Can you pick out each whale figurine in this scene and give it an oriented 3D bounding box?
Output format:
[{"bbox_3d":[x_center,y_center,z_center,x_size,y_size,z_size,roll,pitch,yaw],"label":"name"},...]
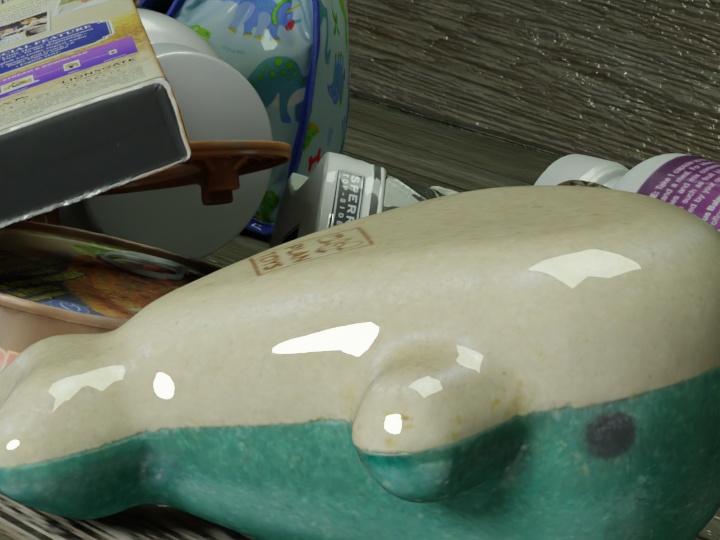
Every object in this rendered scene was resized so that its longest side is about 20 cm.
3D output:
[{"bbox_3d":[0.005,0.042,0.564,0.199,0.104,0.159,-11,12,-7],"label":"whale figurine"}]

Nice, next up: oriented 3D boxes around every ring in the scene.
[{"bbox_3d":[-0.124,-0.028,0.822,0.200,0.019,0.200,-6,0,0],"label":"ring"}]

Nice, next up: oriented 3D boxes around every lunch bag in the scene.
[{"bbox_3d":[-0.063,-0.132,1.307,0.127,0.201,0.170,15,7,5],"label":"lunch bag"}]

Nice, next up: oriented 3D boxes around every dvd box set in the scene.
[{"bbox_3d":[-0.137,-0.053,0.712,0.146,0.029,0.200,-20,22,-5],"label":"dvd box set"}]

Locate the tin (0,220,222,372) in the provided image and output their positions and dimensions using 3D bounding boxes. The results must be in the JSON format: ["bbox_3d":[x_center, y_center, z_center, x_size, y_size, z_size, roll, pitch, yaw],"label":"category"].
[{"bbox_3d":[-0.094,0.015,0.725,0.112,0.042,0.200,20,7,10],"label":"tin"}]

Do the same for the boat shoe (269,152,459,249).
[{"bbox_3d":[0.000,0.000,0.824,0.063,0.071,0.200,12,-4,-8],"label":"boat shoe"}]

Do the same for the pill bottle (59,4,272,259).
[{"bbox_3d":[-0.125,-0.071,1.026,0.116,0.116,0.200,11,7,-31],"label":"pill bottle"}]

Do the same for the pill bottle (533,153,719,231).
[{"bbox_3d":[0.175,0.007,1.044,0.200,0.113,0.112,20,9,36],"label":"pill bottle"}]

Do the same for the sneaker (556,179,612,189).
[{"bbox_3d":[0.065,0.038,0.795,0.070,0.076,0.200,27,31,10],"label":"sneaker"}]
